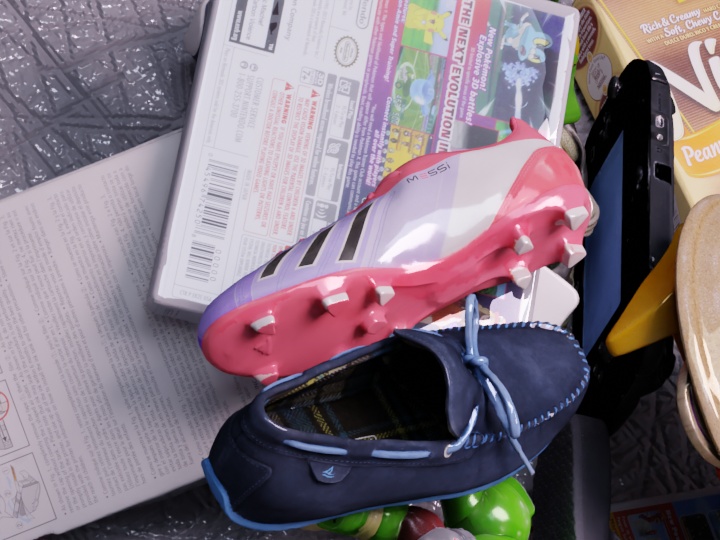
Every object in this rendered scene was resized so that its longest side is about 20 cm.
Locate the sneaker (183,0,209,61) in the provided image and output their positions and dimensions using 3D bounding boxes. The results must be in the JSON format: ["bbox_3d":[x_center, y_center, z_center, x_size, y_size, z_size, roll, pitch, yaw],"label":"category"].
[{"bbox_3d":[0.017,-0.119,1.320,0.199,0.080,0.130,-24,73,-33],"label":"sneaker"}]

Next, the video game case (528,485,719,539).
[{"bbox_3d":[0.137,0.183,1.197,0.199,0.017,0.144,-7,60,-21],"label":"video game case"}]

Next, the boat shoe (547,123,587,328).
[{"bbox_3d":[0.092,-0.060,1.310,0.071,0.066,0.202,8,56,-13],"label":"boat shoe"}]

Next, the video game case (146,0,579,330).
[{"bbox_3d":[0.005,-0.055,1.161,0.181,0.023,0.201,14,71,-11],"label":"video game case"}]

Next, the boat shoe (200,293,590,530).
[{"bbox_3d":[0.029,0.063,1.054,0.199,0.069,0.084,-23,64,-37],"label":"boat shoe"}]

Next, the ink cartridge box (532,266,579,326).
[{"bbox_3d":[0.000,0.000,1.216,0.200,0.067,0.117,38,85,8],"label":"ink cartridge box"}]

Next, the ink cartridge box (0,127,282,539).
[{"bbox_3d":[-0.142,0.042,1.156,0.199,0.050,0.162,-22,82,-2],"label":"ink cartridge box"}]

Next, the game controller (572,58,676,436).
[{"bbox_3d":[0.134,-0.011,1.268,0.042,0.104,0.201,17,54,-16],"label":"game controller"}]

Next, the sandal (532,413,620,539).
[{"bbox_3d":[0.110,0.157,1.148,0.043,0.076,0.201,15,55,-12],"label":"sandal"}]

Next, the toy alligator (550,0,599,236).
[{"bbox_3d":[0.090,-0.117,1.268,0.059,0.054,0.201,-10,66,-28],"label":"toy alligator"}]

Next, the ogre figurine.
[{"bbox_3d":[0.033,0.145,1.092,0.119,0.098,0.200,23,28,-30],"label":"ogre figurine"}]

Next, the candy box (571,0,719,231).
[{"bbox_3d":[0.203,-0.075,1.362,0.115,0.055,0.201,-9,62,-25],"label":"candy box"}]

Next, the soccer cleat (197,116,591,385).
[{"bbox_3d":[0.012,-0.010,1.112,0.199,0.067,0.077,-22,53,-15],"label":"soccer cleat"}]

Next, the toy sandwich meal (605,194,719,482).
[{"bbox_3d":[0.185,0.054,1.163,0.205,0.070,0.206,36,44,-43],"label":"toy sandwich meal"}]
